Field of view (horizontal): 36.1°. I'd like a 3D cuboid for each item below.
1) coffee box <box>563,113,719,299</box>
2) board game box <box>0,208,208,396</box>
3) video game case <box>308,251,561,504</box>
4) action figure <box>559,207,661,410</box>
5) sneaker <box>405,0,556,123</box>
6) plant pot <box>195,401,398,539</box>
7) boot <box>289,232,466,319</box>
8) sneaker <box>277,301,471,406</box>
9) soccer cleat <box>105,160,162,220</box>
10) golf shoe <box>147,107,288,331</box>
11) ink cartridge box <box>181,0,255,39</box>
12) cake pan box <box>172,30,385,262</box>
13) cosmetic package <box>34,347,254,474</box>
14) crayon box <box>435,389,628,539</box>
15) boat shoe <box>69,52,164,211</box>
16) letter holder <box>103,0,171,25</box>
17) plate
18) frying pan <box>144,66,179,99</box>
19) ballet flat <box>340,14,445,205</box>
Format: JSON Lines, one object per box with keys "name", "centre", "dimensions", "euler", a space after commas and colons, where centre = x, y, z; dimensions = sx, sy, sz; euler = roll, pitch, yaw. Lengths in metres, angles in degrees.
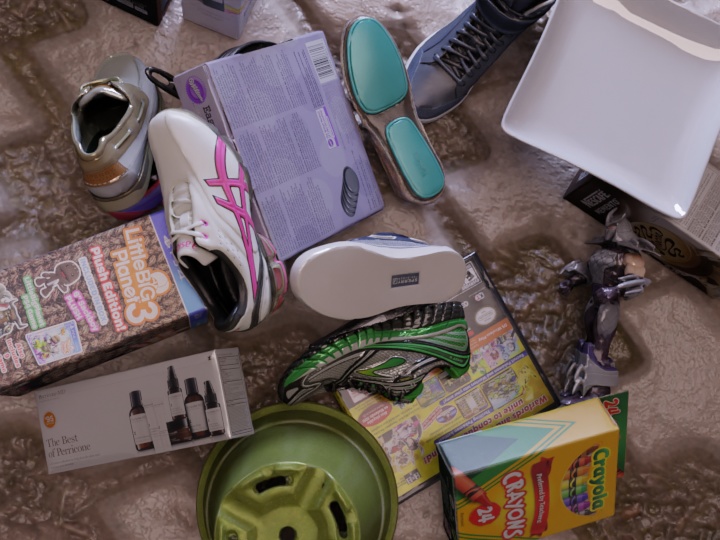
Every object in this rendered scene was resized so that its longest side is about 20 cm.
{"name": "coffee box", "centre": [0.324, -0.062, 1.134], "dimensions": [0.200, 0.113, 0.080], "euler": [34, 79, -2]}
{"name": "board game box", "centre": [-0.249, 0.034, 1.019], "dimensions": [0.199, 0.159, 0.097], "euler": [-22, 87, -9]}
{"name": "video game case", "centre": [0.076, 0.107, 1.122], "dimensions": [0.199, 0.026, 0.181], "euler": [-29, 87, -11]}
{"name": "action figure", "centre": [0.242, 0.036, 1.108], "dimensions": [0.069, 0.130, 0.201], "euler": [8, 93, -6]}
{"name": "sneaker", "centre": [0.119, -0.242, 1.114], "dimensions": [0.077, 0.146, 0.202], "euler": [42, 81, -2]}
{"name": "plant pot", "centre": [-0.062, 0.224, 0.992], "dimensions": [0.199, 0.190, 0.201], "euler": [0, 87, 0]}
{"name": "boot", "centre": [0.000, 0.000, 1.056], "dimensions": [0.199, 0.090, 0.073], "euler": [1, 103, -38]}
{"name": "sneaker", "centre": [0.017, 0.093, 1.063], "dimensions": [0.199, 0.078, 0.086], "euler": [-16, 86, -11]}
{"name": "soccer cleat", "centre": [-0.173, -0.120, 1.091], "dimensions": [0.200, 0.076, 0.067], "euler": [-37, 89, -10]}
{"name": "golf shoe", "centre": [-0.129, -0.044, 0.939], "dimensions": [0.072, 0.092, 0.201], "euler": [-23, 96, 25]}
{"name": "ink cartridge box", "centre": [-0.123, -0.315, 1.061], "dimensions": [0.067, 0.200, 0.118], "euler": [22, 80, -4]}
{"name": "cake pan box", "centre": [-0.072, -0.120, 1.048], "dimensions": [0.184, 0.052, 0.201], "euler": [-34, 106, -52]}
{"name": "cosmetic package", "centre": [-0.202, 0.131, 1.023], "dimensions": [0.199, 0.051, 0.083], "euler": [-14, 82, 20]}
{"name": "crayon box", "centre": [0.178, 0.199, 1.076], "dimensions": [0.199, 0.051, 0.127], "euler": [-15, 127, -9]}
{"name": "boat shoe", "centre": [-0.231, -0.149, 1.044], "dimensions": [0.074, 0.069, 0.201], "euler": [-17, 47, 6]}
{"name": "letter holder", "centre": [-0.264, -0.363, 1.100], "dimensions": [0.199, 0.101, 0.143], "euler": [25, 78, -4]}
{"name": "plate", "centre": [0.255, -0.175, 1.067], "dimensions": [0.199, 0.032, 0.201], "euler": [25, 80, -4]}
{"name": "frying pan", "centre": [-0.113, -0.158, 1.087], "dimensions": [0.115, 0.031, 0.190], "euler": [-52, 122, -26]}
{"name": "ballet flat", "centre": [0.024, -0.158, 1.124], "dimensions": [0.068, 0.067, 0.201], "euler": [-21, 94, -14]}
